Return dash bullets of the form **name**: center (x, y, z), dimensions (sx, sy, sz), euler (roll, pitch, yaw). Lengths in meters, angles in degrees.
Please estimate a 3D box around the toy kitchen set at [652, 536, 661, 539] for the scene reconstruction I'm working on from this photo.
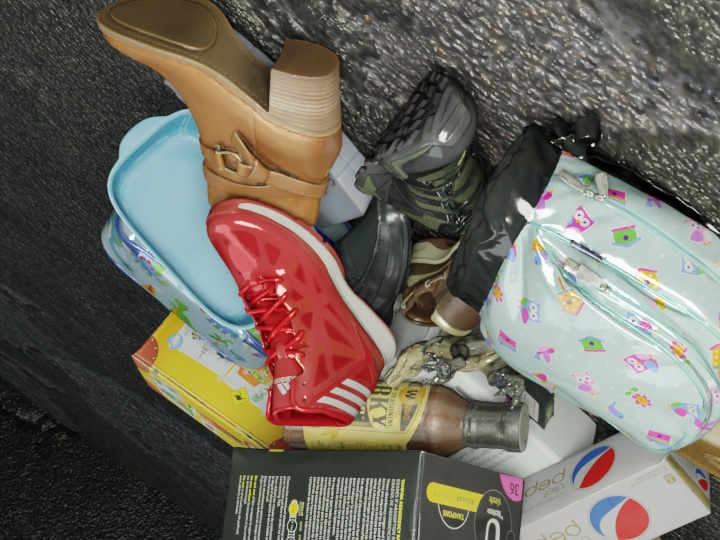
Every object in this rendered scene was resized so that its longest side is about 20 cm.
- **toy kitchen set**: center (0.167, 0.227, 1.350), dimensions (0.181, 0.199, 0.164), euler (64, -169, -51)

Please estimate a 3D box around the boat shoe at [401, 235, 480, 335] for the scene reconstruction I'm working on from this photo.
- **boat shoe**: center (0.088, 0.017, 1.108), dimensions (0.074, 0.075, 0.202), euler (26, 168, -15)

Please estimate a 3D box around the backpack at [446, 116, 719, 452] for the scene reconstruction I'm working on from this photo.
- **backpack**: center (0.158, 0.016, 0.915), dimensions (0.200, 0.127, 0.167), euler (33, 158, 8)

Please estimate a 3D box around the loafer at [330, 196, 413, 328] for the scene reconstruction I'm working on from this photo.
- **loafer**: center (0.000, 0.000, 1.173), dimensions (0.070, 0.068, 0.201), euler (6, 147, -7)

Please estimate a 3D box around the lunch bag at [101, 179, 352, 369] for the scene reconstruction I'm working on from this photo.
- **lunch bag**: center (-0.112, -0.028, 1.278), dimensions (0.200, 0.161, 0.082), euler (41, 153, -8)

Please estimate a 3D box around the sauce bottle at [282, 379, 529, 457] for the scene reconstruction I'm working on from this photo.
- **sauce bottle**: center (0.037, 0.121, 1.188), dimensions (0.199, 0.065, 0.065), euler (1, 148, 16)

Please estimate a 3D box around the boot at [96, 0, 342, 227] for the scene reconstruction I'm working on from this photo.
- **boot**: center (-0.110, -0.115, 1.101), dimensions (0.199, 0.074, 0.155), euler (22, 135, 13)

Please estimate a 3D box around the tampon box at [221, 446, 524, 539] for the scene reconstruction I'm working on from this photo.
- **tampon box**: center (0.008, 0.215, 1.179), dimensions (0.199, 0.127, 0.150), euler (-4, 163, 37)

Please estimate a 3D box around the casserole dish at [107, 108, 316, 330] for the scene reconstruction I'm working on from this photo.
- **casserole dish**: center (-0.123, -0.040, 1.206), dimensions (0.200, 0.121, 0.039), euler (48, 161, -6)

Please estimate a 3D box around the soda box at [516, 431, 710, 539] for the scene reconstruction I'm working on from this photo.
- **soda box**: center (0.186, 0.195, 1.197), dimensions (0.200, 0.064, 0.068), euler (-32, 113, 28)

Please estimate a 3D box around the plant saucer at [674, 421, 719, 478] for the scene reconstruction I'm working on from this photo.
- **plant saucer**: center (0.267, 0.125, 1.020), dimensions (0.200, 0.036, 0.200), euler (30, 173, 4)

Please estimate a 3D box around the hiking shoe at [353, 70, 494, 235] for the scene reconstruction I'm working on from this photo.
- **hiking shoe**: center (0.063, -0.073, 0.999), dimensions (0.100, 0.076, 0.200), euler (32, 171, -5)

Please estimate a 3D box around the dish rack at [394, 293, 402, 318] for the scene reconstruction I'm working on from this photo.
- **dish rack**: center (0.033, 0.066, 1.395), dimensions (0.172, 0.044, 0.200), euler (49, 159, -28)

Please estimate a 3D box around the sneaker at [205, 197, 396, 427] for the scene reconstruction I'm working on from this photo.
- **sneaker**: center (-0.055, 0.043, 1.114), dimensions (0.200, 0.116, 0.078), euler (43, 138, -22)

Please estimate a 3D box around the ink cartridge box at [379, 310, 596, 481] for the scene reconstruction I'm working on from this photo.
- **ink cartridge box**: center (0.086, 0.130, 1.273), dimensions (0.200, 0.083, 0.146), euler (43, 126, -16)

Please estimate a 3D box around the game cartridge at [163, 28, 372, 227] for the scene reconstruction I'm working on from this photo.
- **game cartridge**: center (-0.073, -0.118, 1.189), dimensions (0.200, 0.041, 0.133), euler (44, 164, -14)

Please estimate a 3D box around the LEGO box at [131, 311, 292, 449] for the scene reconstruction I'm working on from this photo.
- **LEGO box**: center (-0.094, 0.093, 1.403), dimensions (0.200, 0.149, 0.077), euler (32, 160, 24)

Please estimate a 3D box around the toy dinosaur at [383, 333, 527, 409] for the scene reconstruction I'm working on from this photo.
- **toy dinosaur**: center (0.098, 0.069, 1.112), dimensions (0.199, 0.088, 0.048), euler (-5, 104, 24)
